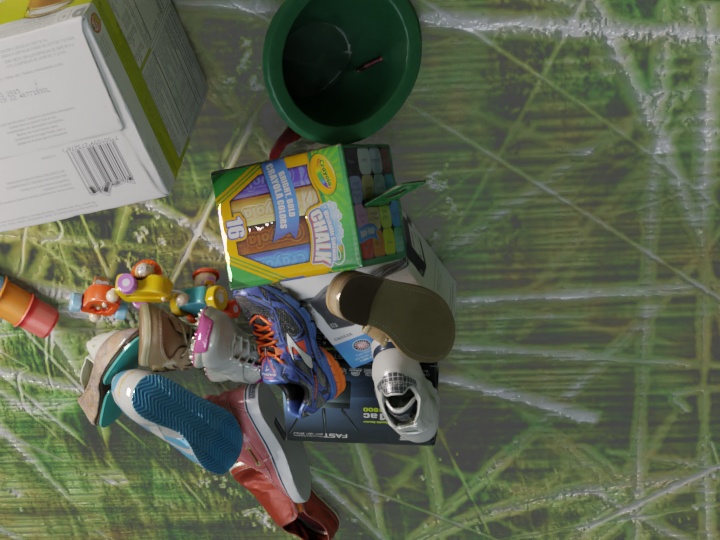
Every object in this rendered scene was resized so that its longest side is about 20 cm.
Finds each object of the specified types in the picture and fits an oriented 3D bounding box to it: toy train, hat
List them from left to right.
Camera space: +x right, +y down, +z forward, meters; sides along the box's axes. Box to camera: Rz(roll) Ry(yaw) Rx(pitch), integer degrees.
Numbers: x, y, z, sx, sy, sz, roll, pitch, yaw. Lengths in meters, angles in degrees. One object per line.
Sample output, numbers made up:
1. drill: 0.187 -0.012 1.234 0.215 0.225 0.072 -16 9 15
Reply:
1. toy train: -0.244 0.028 1.569 0.198 0.056 0.150 10 160 -16
2. hat: -0.054 -0.219 1.347 0.166 0.176 0.200 42 85 -26

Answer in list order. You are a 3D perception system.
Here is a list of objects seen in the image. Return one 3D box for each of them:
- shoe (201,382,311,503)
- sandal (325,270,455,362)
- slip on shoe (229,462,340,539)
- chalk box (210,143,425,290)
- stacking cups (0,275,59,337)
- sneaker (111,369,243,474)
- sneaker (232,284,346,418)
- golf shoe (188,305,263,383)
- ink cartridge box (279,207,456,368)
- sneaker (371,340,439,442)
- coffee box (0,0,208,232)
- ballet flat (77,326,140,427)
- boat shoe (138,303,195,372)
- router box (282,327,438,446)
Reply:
1. shoe: -0.138 0.234 1.729 0.090 0.072 0.201 -12 124 18
2. sandal: 0.022 0.039 1.426 0.069 0.078 0.211 22 177 42
3. slip on shoe: -0.103 0.320 1.805 0.074 0.061 0.200 -29 122 30
4. chalk box: -0.031 -0.059 1.329 0.198 0.125 0.125 -9 91 26
5. stacking cups: -0.462 0.020 1.583 0.199 0.061 0.060 35 127 -27
6. sneaker: -0.225 0.183 1.627 0.080 0.077 0.200 12 153 50
7. sneaker: -0.087 0.092 1.494 0.075 0.079 0.201 2 134 48
8. golf shoe: -0.145 0.091 1.524 0.091 0.076 0.200 11 169 6
9. ink cartridge box: 0.000 0.000 1.491 0.144 0.084 0.200 -22 126 24
10. sneaker: 0.051 0.159 1.535 0.076 0.081 0.201 -13 142 9
11. coffee box: -0.289 -0.190 1.276 0.198 0.199 0.201 -10 128 16
12. ballet flat: -0.322 0.122 1.650 0.067 0.068 0.201 46 133 18
13. boat shoe: -0.223 0.080 1.535 0.064 0.072 0.200 0 170 -1
14. router box: -0.001 0.147 1.636 0.198 0.062 0.151 2 133 4
